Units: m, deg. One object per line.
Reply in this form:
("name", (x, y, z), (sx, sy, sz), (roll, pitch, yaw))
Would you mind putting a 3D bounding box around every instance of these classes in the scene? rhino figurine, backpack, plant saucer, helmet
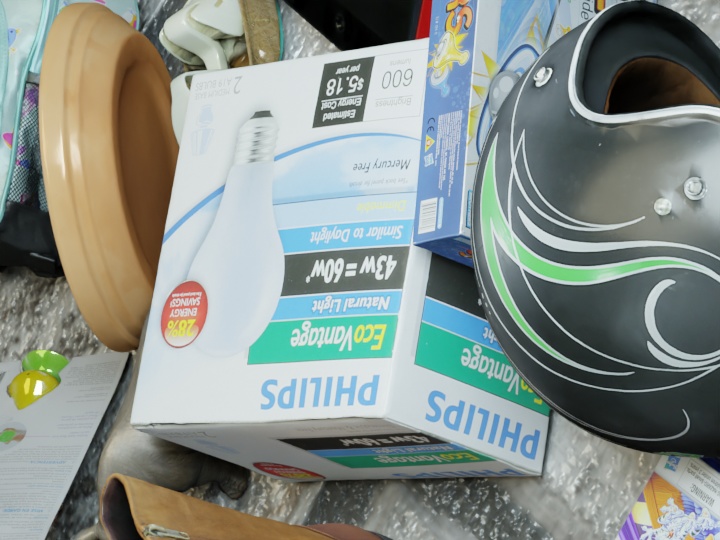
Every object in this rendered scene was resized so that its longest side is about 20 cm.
("rhino figurine", (-0.106, 0.098, 1.594), (0.060, 0.087, 0.201), (22, 92, 45))
("backpack", (-0.229, -0.111, 1.764), (0.176, 0.153, 0.201), (-1, 68, 51))
("plant saucer", (-0.132, -0.055, 1.624), (0.037, 0.200, 0.201), (-7, 67, 12))
("helmet", (0.143, -0.017, 1.310), (0.190, 0.200, 0.201), (18, 88, 38))

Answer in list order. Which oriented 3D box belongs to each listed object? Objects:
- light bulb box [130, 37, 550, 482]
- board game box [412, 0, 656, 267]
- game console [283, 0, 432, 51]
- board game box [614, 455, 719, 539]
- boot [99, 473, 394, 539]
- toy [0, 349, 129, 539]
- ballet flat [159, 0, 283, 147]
("light bulb box", (0.000, 0.000, 1.498), (0.198, 0.125, 0.201), (-6, 70, 45))
("board game box", (0.091, -0.092, 1.432), (0.034, 0.135, 0.201), (-11, 68, 44))
("game console", (-0.002, -0.211, 1.599), (0.200, 0.031, 0.177), (43, 132, 45))
("board game box", (0.184, 0.184, 1.294), (0.200, 0.045, 0.135), (37, 102, 47))
("boot", (-0.010, 0.166, 1.386), (0.069, 0.200, 0.188), (-56, 44, 14))
("toy", (-0.209, 0.130, 1.674), (0.115, 0.047, 0.200), (-6, 41, 23))
("ballet flat", (-0.083, -0.109, 1.665), (0.068, 0.072, 0.201), (-26, 57, 35))
